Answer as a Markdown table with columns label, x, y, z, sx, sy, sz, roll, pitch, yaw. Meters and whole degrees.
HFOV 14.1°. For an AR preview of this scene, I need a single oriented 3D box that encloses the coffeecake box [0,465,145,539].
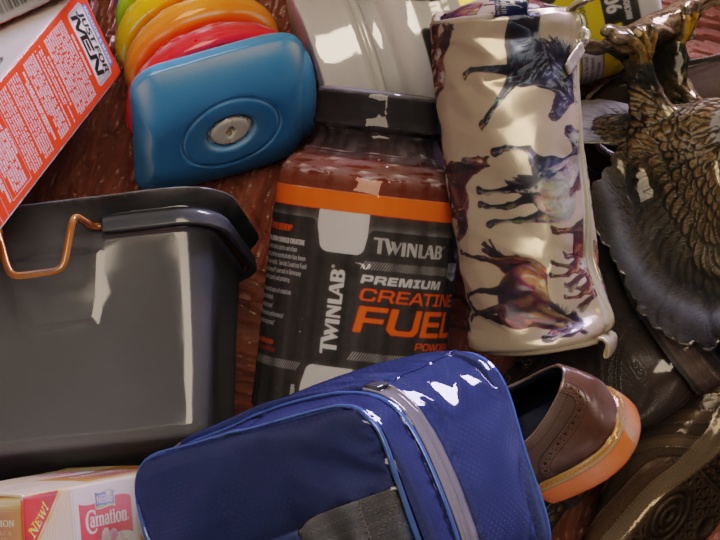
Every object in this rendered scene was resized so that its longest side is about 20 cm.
| label | x | y | z | sx | sy | sz | roll | pitch | yaw |
| --- | --- | --- | --- | --- | --- | --- | --- | --- | --- |
| coffeecake box | -0.157 | 0.207 | 1.509 | 0.073 | 0.154 | 0.200 | -3 | 91 | 26 |

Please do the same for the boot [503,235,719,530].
| label | x | y | z | sx | sy | sz | roll | pitch | yaw |
| --- | --- | --- | --- | --- | --- | --- | --- | --- | --- |
| boot | 0.098 | 0.055 | 1.639 | 0.174 | 0.069 | 0.200 | -40 | 43 | 7 |

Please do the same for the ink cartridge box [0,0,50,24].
| label | x | y | z | sx | sy | sz | roll | pitch | yaw |
| --- | --- | --- | --- | --- | --- | --- | --- | --- | --- |
| ink cartridge box | -0.248 | -0.167 | 1.688 | 0.162 | 0.200 | 0.050 | -27 | 106 | -9 |

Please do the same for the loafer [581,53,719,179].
| label | x | y | z | sx | sy | sz | roll | pitch | yaw |
| --- | --- | --- | --- | --- | --- | --- | --- | --- | --- |
| loafer | 0.218 | -0.101 | 1.699 | 0.200 | 0.071 | 0.073 | -10 | 71 | -4 |

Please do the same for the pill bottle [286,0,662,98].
| label | x | y | z | sx | sy | sz | roll | pitch | yaw |
| --- | --- | --- | --- | --- | --- | --- | --- | --- | --- |
| pill bottle | 0.065 | -0.147 | 1.695 | 0.200 | 0.114 | 0.114 | -19 | 71 | -6 |

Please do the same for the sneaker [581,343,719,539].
| label | x | y | z | sx | sy | sz | roll | pitch | yaw |
| --- | --- | --- | --- | --- | --- | --- | --- | --- | --- |
| sneaker | 0.178 | 0.098 | 1.642 | 0.200 | 0.070 | 0.076 | -47 | 51 | -13 |

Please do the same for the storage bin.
| label | x | y | z | sx | sy | sz | roll | pitch | yaw |
| --- | --- | --- | --- | --- | --- | --- | --- | --- | --- |
| storage bin | -0.157 | 0.041 | 1.602 | 0.200 | 0.146 | 0.134 | -7 | 72 | 7 |

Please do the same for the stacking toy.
| label | x | y | z | sx | sy | sz | roll | pitch | yaw |
| --- | --- | --- | --- | --- | --- | --- | --- | --- | --- |
| stacking toy | -0.108 | -0.155 | 1.717 | 0.110 | 0.116 | 0.200 | -16 | 57 | -13 |

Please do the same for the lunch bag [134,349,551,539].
| label | x | y | z | sx | sy | sz | roll | pitch | yaw |
| --- | --- | --- | --- | --- | --- | --- | --- | --- | --- |
| lunch bag | -0.021 | 0.129 | 1.489 | 0.200 | 0.132 | 0.136 | -20 | 88 | 36 |

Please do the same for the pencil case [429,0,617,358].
| label | x | y | z | sx | sy | sz | roll | pitch | yaw |
| --- | --- | --- | --- | --- | --- | --- | --- | --- | --- |
| pencil case | 0.090 | -0.049 | 1.567 | 0.089 | 0.078 | 0.200 | -7 | 90 | 31 |

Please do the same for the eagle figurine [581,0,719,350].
| label | x | y | z | sx | sy | sz | roll | pitch | yaw |
| --- | --- | --- | --- | --- | --- | --- | --- | --- | --- |
| eagle figurine | 0.197 | -0.053 | 1.597 | 0.152 | 0.151 | 0.200 | -27 | 89 | 4 |

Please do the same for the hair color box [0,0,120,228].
| label | x | y | z | sx | sy | sz | roll | pitch | yaw |
| --- | --- | --- | --- | --- | --- | --- | --- | --- | --- |
| hair color box | -0.222 | -0.078 | 1.593 | 0.111 | 0.200 | 0.064 | -13 | 113 | 23 |

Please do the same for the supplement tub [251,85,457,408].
| label | x | y | z | sx | sy | sz | roll | pitch | yaw |
| --- | --- | --- | --- | --- | --- | --- | --- | --- | --- |
| supplement tub | 0.000 | 0.000 | 1.613 | 0.107 | 0.107 | 0.200 | 6 | 93 | 2 |

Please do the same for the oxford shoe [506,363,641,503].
| label | x | y | z | sx | sy | sz | roll | pitch | yaw |
| --- | --- | --- | --- | --- | --- | --- | --- | --- | --- |
| oxford shoe | 0.049 | 0.106 | 1.561 | 0.200 | 0.073 | 0.071 | -33 | 44 | 19 |
